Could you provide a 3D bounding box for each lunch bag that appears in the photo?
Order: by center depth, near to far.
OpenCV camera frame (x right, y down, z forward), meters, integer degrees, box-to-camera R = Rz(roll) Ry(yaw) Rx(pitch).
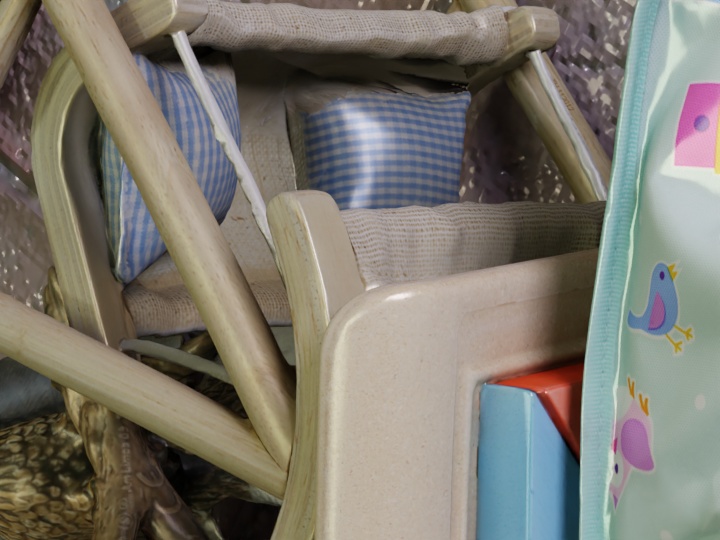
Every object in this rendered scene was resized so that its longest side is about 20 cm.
[{"bbox_3d":[0.142,-0.017,0.721,0.122,0.170,0.201,6,99,41],"label":"lunch bag"}]

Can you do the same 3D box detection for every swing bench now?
[{"bbox_3d":[0.000,0.000,0.823,0.200,0.199,0.130,45,119,30],"label":"swing bench"}]

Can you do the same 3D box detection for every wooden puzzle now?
[{"bbox_3d":[0.066,0.086,0.763,0.037,0.200,0.186,9,101,41],"label":"wooden puzzle"}]

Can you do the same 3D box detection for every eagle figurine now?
[{"bbox_3d":[-0.098,0.078,0.962,0.151,0.152,0.200,34,150,2],"label":"eagle figurine"}]
